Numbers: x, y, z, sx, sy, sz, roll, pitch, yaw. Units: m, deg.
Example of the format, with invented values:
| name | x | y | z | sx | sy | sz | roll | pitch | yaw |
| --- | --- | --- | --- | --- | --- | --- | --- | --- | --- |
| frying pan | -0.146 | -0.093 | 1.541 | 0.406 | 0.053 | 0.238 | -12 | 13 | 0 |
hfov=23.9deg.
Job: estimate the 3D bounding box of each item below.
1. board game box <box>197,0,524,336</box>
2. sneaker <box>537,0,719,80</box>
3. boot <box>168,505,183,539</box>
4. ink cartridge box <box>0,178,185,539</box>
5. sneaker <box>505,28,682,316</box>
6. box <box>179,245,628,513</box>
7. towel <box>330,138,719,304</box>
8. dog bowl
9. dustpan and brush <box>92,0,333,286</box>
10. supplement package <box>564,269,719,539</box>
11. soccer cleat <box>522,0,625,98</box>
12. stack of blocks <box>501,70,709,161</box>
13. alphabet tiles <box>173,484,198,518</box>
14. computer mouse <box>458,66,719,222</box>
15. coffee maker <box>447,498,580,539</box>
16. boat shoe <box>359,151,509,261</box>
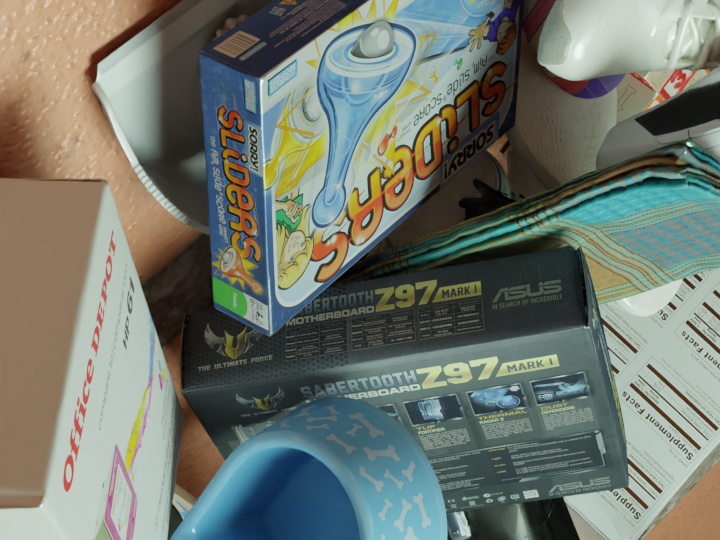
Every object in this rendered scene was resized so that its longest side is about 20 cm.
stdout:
| name | x | y | z | sx | sy | sz | roll | pitch | yaw |
| --- | --- | --- | --- | --- | --- | --- | --- | --- | --- |
| board game box | 0.007 | -0.080 | 0.765 | 0.200 | 0.034 | 0.136 | -41 | 145 | -38 |
| sneaker | 0.166 | -0.126 | 0.799 | 0.199 | 0.080 | 0.071 | -23 | 146 | -35 |
| boot | -0.173 | 0.134 | 0.837 | 0.199 | 0.072 | 0.146 | 34 | 54 | -37 |
| ink cartridge box | -0.135 | 0.075 | 0.708 | 0.201 | 0.084 | 0.146 | 81 | 12 | -57 |
| sneaker | 0.104 | -0.064 | 0.946 | 0.075 | 0.088 | 0.201 | -34 | 112 | -22 |
| box | 0.027 | 0.065 | 0.850 | 0.198 | 0.051 | 0.158 | -10 | 144 | 11 |
| towel | 0.102 | -0.005 | 0.835 | 0.199 | 0.022 | 0.146 | -20 | 156 | 31 |
| dog bowl | -0.044 | 0.149 | 0.788 | 0.049 | 0.112 | 0.201 | -3 | 134 | -57 |
| dustpan and brush | -0.040 | -0.050 | 0.792 | 0.139 | 0.057 | 0.201 | -39 | 152 | -20 |
| supplement package | 0.183 | 0.073 | 1.156 | 0.200 | 0.147 | 0.191 | -47 | 169 | -5 |
| soccer cleat | 0.116 | -0.161 | 0.823 | 0.066 | 0.076 | 0.202 | -33 | 134 | -25 |
| stack of blocks | 0.173 | -0.126 | 1.021 | 0.201 | 0.058 | 0.115 | -53 | 153 | 8 |
| alphabet tiles | -0.039 | 0.192 | 0.961 | 0.015 | 0.194 | 0.201 | -49 | 156 | -25 |
| computer mouse | 0.152 | -0.051 | 0.817 | 0.199 | 0.044 | 0.109 | -28 | 152 | 36 |
| coffee maker | 0.079 | 0.132 | 1.009 | 0.190 | 0.135 | 0.202 | -21 | 103 | -10 |
| boat shoe | 0.000 | 0.000 | 0.902 | 0.200 | 0.073 | 0.067 | -44 | 156 | -9 |
